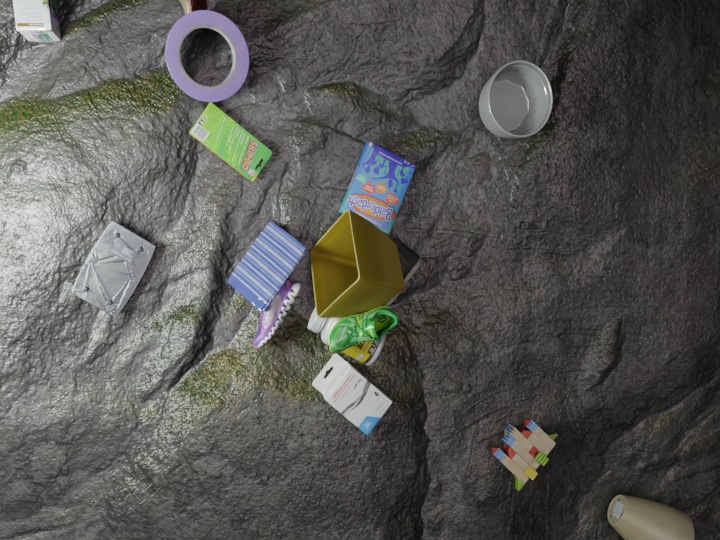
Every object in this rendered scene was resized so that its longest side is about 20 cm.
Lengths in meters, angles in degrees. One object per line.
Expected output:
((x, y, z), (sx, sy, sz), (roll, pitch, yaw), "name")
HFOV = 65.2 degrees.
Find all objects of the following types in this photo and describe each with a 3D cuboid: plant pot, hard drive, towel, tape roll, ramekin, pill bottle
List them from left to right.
((-0.608, -0.005, 1.397), (0.133, 0.042, 0.204), (30, 87, -13), "hard drive")
((-0.372, -0.519, 1.370), (0.194, 0.085, 0.206), (-6, 110, -16), "tape roll")
((-0.241, -0.011, 1.461), (0.143, 0.024, 0.202), (34, 85, 21), "towel")
((-0.038, 0.161, 1.502), (0.196, 0.111, 0.114), (28, 88, -12), "pill bottle")
((0.000, 0.000, 1.439), (0.173, 0.200, 0.205), (13, 52, -33), "plant pot")
((0.424, -0.467, 1.568), (0.194, 0.105, 0.207), (-1, 95, -12), "ramekin")
((0.872, 0.780, 1.728), (0.196, 0.187, 0.191), (28, 88, 1), "plant pot")

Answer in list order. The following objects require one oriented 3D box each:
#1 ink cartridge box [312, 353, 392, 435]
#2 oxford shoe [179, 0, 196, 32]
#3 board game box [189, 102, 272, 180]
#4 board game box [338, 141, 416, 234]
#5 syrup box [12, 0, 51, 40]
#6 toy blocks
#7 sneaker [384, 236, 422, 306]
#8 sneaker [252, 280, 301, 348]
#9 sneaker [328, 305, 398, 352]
((-0.024, 0.336, 1.539), (0.199, 0.068, 0.117), (41, 84, -12), "ink cartridge box")
((-0.432, -0.693, 1.392), (0.073, 0.070, 0.207), (-3, 101, 19), "oxford shoe")
((-0.330, -0.327, 1.447), (0.198, 0.030, 0.097), (37, 86, -10), "board game box")
((0.046, -0.222, 1.529), (0.149, 0.045, 0.205), (22, 89, -13), "board game box")
((-0.754, -0.647, 1.303), (0.079, 0.079, 0.207), (-6, 95, -12), "syrup box")
((0.472, 0.516, 1.659), (0.136, 0.100, 0.201), (42, 85, -1), "toy blocks")
((0.073, 0.013, 1.544), (0.106, 0.075, 0.202), (40, 76, -8), "sneaker")
((-0.236, 0.103, 1.476), (0.087, 0.080, 0.204), (30, 82, -6), "sneaker")
((0.007, 0.144, 1.413), (0.196, 0.083, 0.076), (-25, 101, -14), "sneaker")
